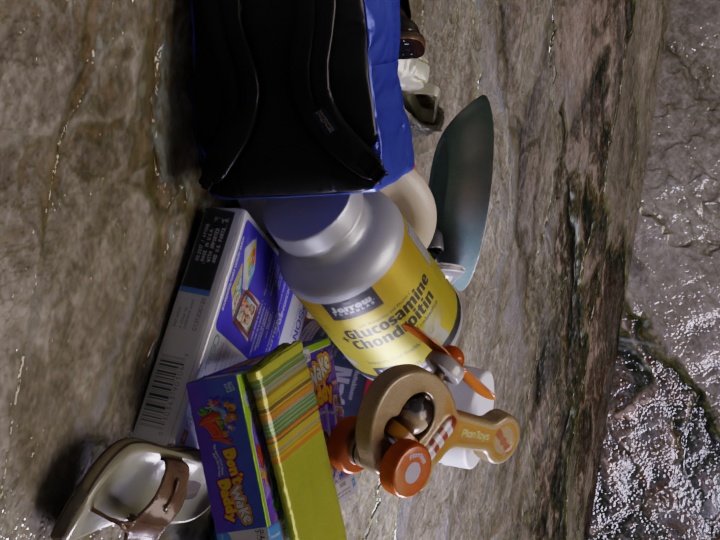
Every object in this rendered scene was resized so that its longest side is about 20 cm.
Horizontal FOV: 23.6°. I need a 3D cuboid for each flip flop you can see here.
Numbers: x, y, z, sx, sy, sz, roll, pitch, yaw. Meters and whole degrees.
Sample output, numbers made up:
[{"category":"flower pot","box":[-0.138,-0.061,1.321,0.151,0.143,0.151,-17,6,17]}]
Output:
[{"category":"flip flop","box":[-0.153,0.171,1.266,0.081,0.057,0.200,-57,156,9]}]

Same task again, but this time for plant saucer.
[{"category":"plant saucer","box":[0.096,-0.082,1.763,0.201,0.038,0.202,-173,-90,-82]}]

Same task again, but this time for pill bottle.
[{"category":"pill bottle","box":[0.014,0.116,1.571,0.120,0.199,0.120,10,90,-72]},{"category":"pill bottle","box":[0.000,0.000,1.443,0.200,0.111,0.113,52,48,-45]}]

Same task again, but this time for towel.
[{"category":"towel","box":[-0.047,0.160,1.336,0.086,0.018,0.201,-31,110,-64]}]

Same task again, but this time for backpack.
[{"category":"backpack","box":[-0.046,-0.167,1.315,0.168,0.161,0.201,-43,128,-70]}]

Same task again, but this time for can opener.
[{"category":"can opener","box":[0.059,0.006,1.779,0.200,0.053,0.067,132,-42,-72]}]

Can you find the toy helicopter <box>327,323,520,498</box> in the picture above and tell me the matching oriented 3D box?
[{"category":"toy helicopter","box":[0.070,0.121,1.446,0.199,0.079,0.133,15,92,-48]}]

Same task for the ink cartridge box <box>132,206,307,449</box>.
[{"category":"ink cartridge box","box":[-0.108,0.073,1.425,0.200,0.043,0.199,52,51,-65]}]

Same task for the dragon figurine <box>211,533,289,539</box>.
[{"category":"dragon figurine","box":[-0.092,0.232,1.460,0.201,0.099,0.059,-65,-173,-29]}]

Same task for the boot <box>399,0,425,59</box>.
[{"category":"boot","box":[0.013,-0.234,1.533,0.200,0.074,0.098,-170,-101,-78]}]

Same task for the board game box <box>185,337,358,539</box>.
[{"category":"board game box","box":[-0.066,0.136,1.381,0.200,0.045,0.135,-18,98,-70]}]

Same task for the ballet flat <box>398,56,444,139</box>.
[{"category":"ballet flat","box":[0.045,-0.190,1.721,0.200,0.071,0.072,54,48,-65]}]

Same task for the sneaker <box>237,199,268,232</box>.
[{"category":"sneaker","box":[-0.049,-0.128,1.444,0.076,0.080,0.201,21,81,-73]}]

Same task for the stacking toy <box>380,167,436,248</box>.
[{"category":"stacking toy","box":[0.002,-0.100,1.578,0.201,0.145,0.147,-82,170,-50]}]

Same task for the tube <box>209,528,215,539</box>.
[{"category":"tube","box":[-0.112,0.246,1.516,0.078,0.050,0.201,77,24,-56]}]
